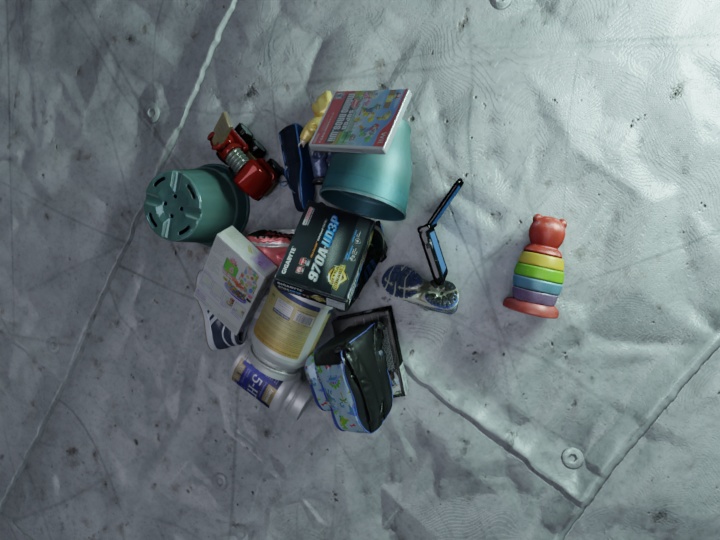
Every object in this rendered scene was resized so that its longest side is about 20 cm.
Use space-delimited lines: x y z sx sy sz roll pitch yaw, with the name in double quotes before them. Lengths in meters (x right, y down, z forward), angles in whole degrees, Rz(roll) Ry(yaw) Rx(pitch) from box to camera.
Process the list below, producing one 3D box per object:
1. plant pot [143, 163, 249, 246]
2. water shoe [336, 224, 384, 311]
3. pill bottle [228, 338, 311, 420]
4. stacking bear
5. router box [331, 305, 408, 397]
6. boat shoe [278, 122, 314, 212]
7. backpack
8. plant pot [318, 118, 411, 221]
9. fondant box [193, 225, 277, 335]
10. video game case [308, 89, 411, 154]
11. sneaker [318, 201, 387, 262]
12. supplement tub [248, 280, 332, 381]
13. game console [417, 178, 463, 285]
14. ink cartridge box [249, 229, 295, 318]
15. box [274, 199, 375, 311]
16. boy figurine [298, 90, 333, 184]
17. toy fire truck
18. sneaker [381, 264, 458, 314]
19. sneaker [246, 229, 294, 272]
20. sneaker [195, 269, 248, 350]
"plant pot" -0.387 -0.150 1.235 0.192 0.196 0.209 2 98 13
"water shoe" 0.000 0.000 1.164 0.069 0.079 0.205 22 106 -8
"pill bottle" -0.208 0.264 1.278 0.197 0.120 0.122 34 102 8
"stacking bear" 0.380 -0.012 1.119 0.117 0.114 0.208 11 94 11
"router box" 0.023 0.200 1.250 0.144 0.051 0.208 -11 94 16
"boat shoe" -0.151 -0.235 1.240 0.066 0.084 0.208 -10 78 21
"backpack" -0.018 0.238 1.149 0.143 0.182 0.207 -12 100 34
"plant pot" 0.026 -0.231 1.137 0.193 0.200 0.195 14 85 11
"fondant box" -0.286 0.026 1.196 0.143 0.058 0.202 40 127 7
"video game case" -0.004 -0.303 1.074 0.195 0.017 0.147 12 70 36
"sneaker" -0.012 -0.098 1.216 0.111 0.073 0.202 -37 101 10
"supplement tub" -0.153 0.118 1.150 0.141 0.144 0.205 28 101 8
"game console" 0.188 -0.082 1.103 0.113 0.200 0.182 -19 92 15
"ink cartridge box" -0.181 0.005 1.260 0.139 0.084 0.209 -1 97 12
"box" -0.069 -0.033 1.085 0.154 0.047 0.205 17 60 7
"boy figurine" -0.086 -0.300 1.207 0.120 0.064 0.209 -5 94 -21
"toy fire truck" -0.272 -0.262 1.192 0.128 0.200 0.177 -42 86 14
"sneaker" 0.134 0.055 1.196 0.195 0.086 0.079 22 71 32
"sneaker" -0.159 -0.036 1.182 0.193 0.074 0.090 8 110 16
"sneaker" -0.338 0.094 1.314 0.104 0.070 0.208 -5 100 17
